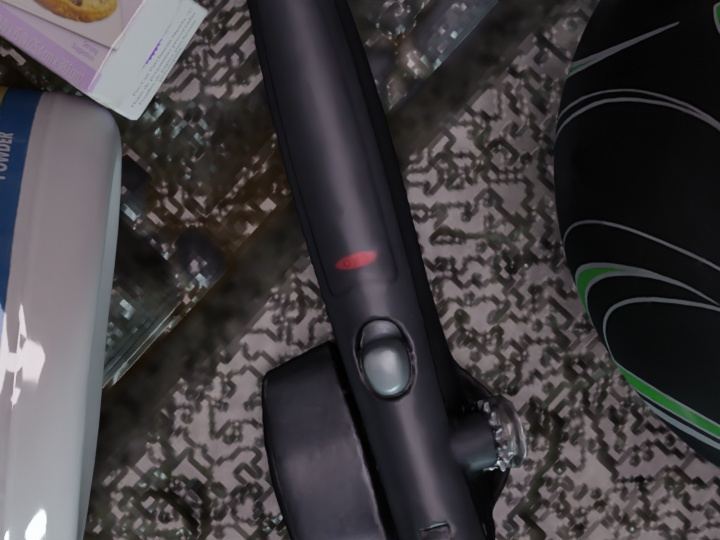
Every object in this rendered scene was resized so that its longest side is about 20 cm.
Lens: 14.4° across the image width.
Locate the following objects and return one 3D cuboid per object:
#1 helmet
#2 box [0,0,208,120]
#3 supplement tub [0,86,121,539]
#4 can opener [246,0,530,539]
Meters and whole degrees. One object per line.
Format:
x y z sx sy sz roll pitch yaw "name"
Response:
0.147 -0.022 0.778 0.199 0.191 0.201 -7 109 -22 "helmet"
-0.133 -0.111 0.804 0.200 0.039 0.042 35 91 19 "box"
-0.172 0.013 0.794 0.199 0.145 0.145 6 94 -3 "supplement tub"
0.000 0.000 0.842 0.078 0.063 0.201 -12 95 -1 "can opener"
